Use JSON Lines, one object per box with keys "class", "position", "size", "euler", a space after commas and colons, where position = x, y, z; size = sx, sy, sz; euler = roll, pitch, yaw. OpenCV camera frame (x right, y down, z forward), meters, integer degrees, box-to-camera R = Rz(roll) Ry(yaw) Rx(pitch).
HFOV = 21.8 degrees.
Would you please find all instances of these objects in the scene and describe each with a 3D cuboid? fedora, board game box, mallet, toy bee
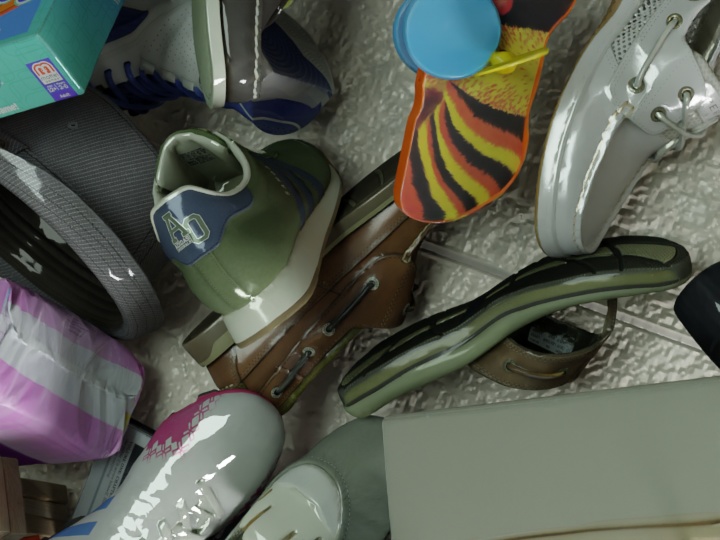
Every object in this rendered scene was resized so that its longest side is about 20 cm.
{"class": "fedora", "position": [-0.171, -0.047, 1.075], "size": [0.200, 0.177, 0.090], "euler": [21, 62, 43]}
{"class": "board game box", "position": [-0.191, -0.160, 1.026], "size": [0.152, 0.045, 0.200], "euler": [-13, 42, 28]}
{"class": "mallet", "position": [0.244, -0.016, 0.882], "size": [0.200, 0.041, 0.066], "euler": [-37, 67, 15]}
{"class": "toy bee", "position": [0.071, -0.121, 0.910], "size": [0.108, 0.131, 0.200], "euler": [0, 117, -3]}

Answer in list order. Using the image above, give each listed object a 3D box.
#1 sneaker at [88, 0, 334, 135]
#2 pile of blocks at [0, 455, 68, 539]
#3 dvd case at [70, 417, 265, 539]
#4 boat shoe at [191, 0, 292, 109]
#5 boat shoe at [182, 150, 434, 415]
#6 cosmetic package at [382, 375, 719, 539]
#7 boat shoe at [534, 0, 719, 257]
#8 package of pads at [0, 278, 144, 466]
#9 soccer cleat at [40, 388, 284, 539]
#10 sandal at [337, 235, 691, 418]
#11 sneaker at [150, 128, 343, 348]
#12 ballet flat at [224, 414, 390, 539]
{"class": "sneaker", "position": [-0.106, -0.123, 1.084], "size": [0.115, 0.080, 0.199], "euler": [-53, 54, 16]}
{"class": "pile of blocks", "position": [-0.225, 0.137, 1.037], "size": [0.082, 0.200, 0.062], "euler": [-16, 65, 7]}
{"class": "dvd case", "position": [-0.089, 0.188, 1.045], "size": [0.200, 0.025, 0.151], "euler": [24, 94, 32]}
{"class": "boat shoe", "position": [-0.058, -0.173, 0.988], "size": [0.060, 0.072, 0.202], "euler": [2, 61, -11]}
{"class": "boat shoe", "position": [0.000, 0.000, 1.007], "size": [0.200, 0.072, 0.068], "euler": [-40, 98, 8]}
{"class": "cosmetic package", "position": [0.118, 0.093, 0.871], "size": [0.200, 0.103, 0.073], "euler": [-12, 79, 42]}
{"class": "boat shoe", "position": [0.148, -0.093, 0.921], "size": [0.069, 0.071, 0.200], "euler": [22, 84, 24]}
{"class": "package of pads", "position": [-0.237, 0.065, 1.083], "size": [0.200, 0.120, 0.076], "euler": [-9, 57, 35]}
{"class": "soccer cleat", "position": [-0.111, 0.146, 0.998], "size": [0.200, 0.070, 0.086], "euler": [-42, 27, 25]}
{"class": "sandal", "position": [0.082, 0.035, 0.953], "size": [0.201, 0.080, 0.057], "euler": [-27, 95, 26]}
{"class": "sneaker", "position": [-0.063, -0.043, 0.964], "size": [0.067, 0.200, 0.090], "euler": [-36, 108, 17]}
{"class": "ballet flat", "position": [-0.049, 0.157, 0.975], "size": [0.067, 0.064, 0.200], "euler": [46, 105, 28]}
